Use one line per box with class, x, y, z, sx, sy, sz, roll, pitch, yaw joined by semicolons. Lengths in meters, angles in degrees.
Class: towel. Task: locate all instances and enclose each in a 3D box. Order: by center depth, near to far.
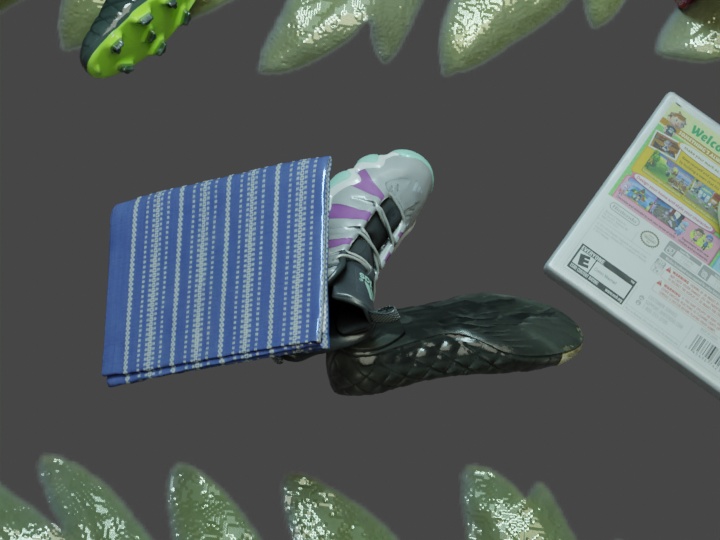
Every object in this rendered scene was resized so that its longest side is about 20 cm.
towel;-0.104;0.003;1.666;0.199;0.024;0.146;-11;69;31

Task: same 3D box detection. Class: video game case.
video game case;0.270;-0.012;1.783;0.200;0.022;0.182;36;73;4

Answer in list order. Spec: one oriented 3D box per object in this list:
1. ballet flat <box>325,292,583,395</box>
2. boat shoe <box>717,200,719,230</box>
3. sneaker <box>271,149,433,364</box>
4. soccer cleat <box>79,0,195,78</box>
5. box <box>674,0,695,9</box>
ballet flat;0.069;0.057;1.730;0.199;0.057;0.067;-3;47;-14
boat shoe;0.342;0.013;1.739;0.073;0.065;0.200;-31;79;-13
sneaker;0.000;0.000;1.678;0.200;0.140;0.078;-43;123;-10
soccer cleat;-0.158;-0.230;1.771;0.081;0.068;0.200;32;70;21
box;0.238;-0.322;1.830;0.100;0.096;0.200;-37;82;-16
